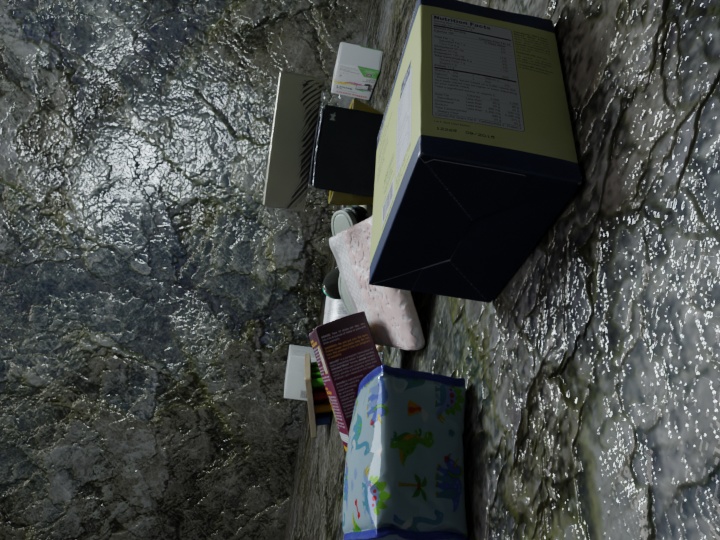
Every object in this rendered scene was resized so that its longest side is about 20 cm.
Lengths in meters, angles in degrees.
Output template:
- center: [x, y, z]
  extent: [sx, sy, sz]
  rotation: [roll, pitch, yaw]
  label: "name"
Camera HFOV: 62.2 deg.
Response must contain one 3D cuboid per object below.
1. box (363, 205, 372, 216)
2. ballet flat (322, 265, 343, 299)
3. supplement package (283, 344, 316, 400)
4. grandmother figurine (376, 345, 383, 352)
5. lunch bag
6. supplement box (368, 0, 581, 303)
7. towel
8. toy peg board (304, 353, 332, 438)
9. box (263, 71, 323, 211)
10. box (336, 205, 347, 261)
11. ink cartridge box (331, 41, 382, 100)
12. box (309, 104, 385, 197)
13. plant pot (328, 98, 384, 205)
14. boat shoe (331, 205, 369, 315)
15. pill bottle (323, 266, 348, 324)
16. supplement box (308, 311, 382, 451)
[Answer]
- center: [0.035, -0.143, 1.266]
  extent: [0.083, 0.067, 0.202]
  rotation: [110, 166, -56]
  label: "box"
- center: [0.000, 0.000, 1.142]
  extent: [0.199, 0.068, 0.069]
  rotation: [-19, -34, -57]
  label: "ballet flat"
- center: [-0.191, 0.366, 2.140]
  extent: [0.200, 0.149, 0.153]
  rotation: [-152, 71, -82]
  label: "supplement package"
- center: [0.033, 0.089, 1.122]
  extent: [0.200, 0.060, 0.123]
  rotation: [158, 129, -78]
  label: "grandmother figurine"
- center: [0.037, 0.220, 0.674]
  extent: [0.200, 0.126, 0.172]
  rotation: [130, 149, -57]
  label: "lunch bag"
- center: [0.094, -0.111, 0.580]
  extent: [0.201, 0.132, 0.202]
  rotation: [110, 166, -57]
  label: "supplement box"
- center: [0.021, 0.023, 0.929]
  extent: [0.191, 0.032, 0.203]
  rotation: [-13, 96, 66]
  label: "towel"
- center: [-0.119, 0.387, 1.891]
  extent: [0.200, 0.096, 0.202]
  rotation: [-109, 13, -76]
  label: "toy peg board"
- center: [-0.105, -0.200, 0.930]
  extent: [0.082, 0.067, 0.203]
  rotation: [-105, 23, -73]
  label: "box"
- center: [0.009, -0.103, 1.319]
  extent: [0.035, 0.108, 0.202]
  rotation: [112, 165, -57]
  label: "box"
- center: [-0.016, -0.674, 2.032]
  extent: [0.200, 0.143, 0.085]
  rotation: [129, 149, -76]
  label: "ink cartridge box"
- center: [0.023, -0.180, 0.953]
  extent: [0.197, 0.197, 0.126]
  rotation: [-127, 45, -80]
  label: "box"
- center: [0.028, -0.211, 1.150]
  extent: [0.200, 0.140, 0.203]
  rotation: [-167, 90, -83]
  label: "plant pot"
- center: [-0.001, -0.012, 1.047]
  extent: [0.075, 0.060, 0.203]
  rotation: [11, 113, 40]
  label: "boat shoe"
- center: [-0.025, 0.097, 1.337]
  extent: [0.114, 0.112, 0.203]
  rotation: [113, 164, -62]
  label: "pill bottle"
- center: [-0.009, 0.178, 0.942]
  extent: [0.110, 0.085, 0.203]
  rotation: [130, 123, -75]
  label: "supplement box"
